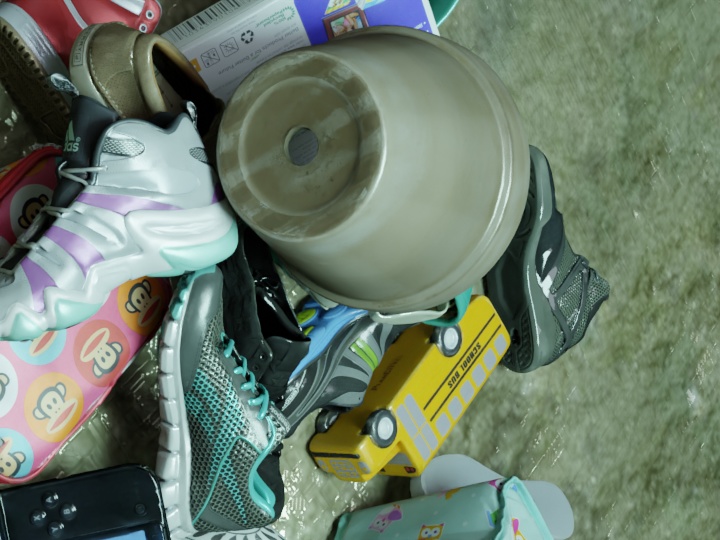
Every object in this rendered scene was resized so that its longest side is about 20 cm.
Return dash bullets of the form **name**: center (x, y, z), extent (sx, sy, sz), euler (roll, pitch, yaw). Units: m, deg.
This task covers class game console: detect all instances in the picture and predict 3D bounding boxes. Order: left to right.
- **game console**: center (-0.198, 0.244, 0.971), extent (0.174, 0.116, 0.203), euler (-11, 96, -3)

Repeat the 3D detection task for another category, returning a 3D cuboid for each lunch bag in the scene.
- **lunch bag**: center (-0.232, 0.019, 0.992), extent (0.177, 0.081, 0.201), euler (54, 52, -22)
- **lunch bag**: center (0.086, 0.276, 1.211), extent (0.201, 0.169, 0.122), euler (57, 33, -25)

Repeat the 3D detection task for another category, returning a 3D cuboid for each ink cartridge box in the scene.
- **ink cartridge box**: center (-0.030, -0.136, 1.149), extent (0.197, 0.043, 0.201), euler (-31, 130, -9)

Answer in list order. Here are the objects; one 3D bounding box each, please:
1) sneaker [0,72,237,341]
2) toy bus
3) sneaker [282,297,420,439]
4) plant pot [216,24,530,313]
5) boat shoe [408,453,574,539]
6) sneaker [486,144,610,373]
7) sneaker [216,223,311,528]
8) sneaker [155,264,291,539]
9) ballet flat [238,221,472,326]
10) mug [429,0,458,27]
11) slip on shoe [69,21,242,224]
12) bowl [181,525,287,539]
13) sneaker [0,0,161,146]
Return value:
- **sneaker**: center (-0.176, -0.047, 0.926), extent (0.199, 0.077, 0.142), euler (-26, 108, -35)
- **toy bus**: center (0.043, 0.100, 1.264), extent (0.200, 0.065, 0.079), euler (-51, 122, -35)
- **sneaker**: center (-0.017, 0.066, 1.212), extent (0.199, 0.070, 0.084), euler (-34, 122, -39)
- **plant pot**: center (-0.007, -0.073, 1.007), extent (0.173, 0.198, 0.203), euler (6, 82, -67)
- **boat shoe**: center (0.101, 0.206, 1.314), extent (0.199, 0.065, 0.073), euler (13, 55, -47)
- **sneaker**: center (0.168, -0.016, 1.392), extent (0.114, 0.076, 0.202), euler (-13, 99, -46)
- **sneaker**: center (-0.076, 0.076, 1.097), extent (0.060, 0.104, 0.202), euler (-8, 74, -57)
- **sneaker**: center (-0.091, 0.090, 1.040), extent (0.078, 0.090, 0.202), euler (-89, -179, -69)
- **ballet flat**: center (0.000, 0.000, 1.156), extent (0.198, 0.067, 0.071), euler (15, 52, -23)
- **mug**: center (-0.016, -0.254, 1.187), extent (0.183, 0.114, 0.154), euler (-16, 127, -23)
- **slip on shoe**: center (-0.116, -0.094, 1.029), extent (0.200, 0.060, 0.077), euler (54, 45, -46)
- **bowl**: center (-0.089, 0.264, 1.100), extent (0.199, 0.094, 0.204), euler (3, 85, -44)
- **sneaker**: center (-0.168, -0.118, 1.068), extent (0.112, 0.071, 0.201), euler (-45, 115, -33)
